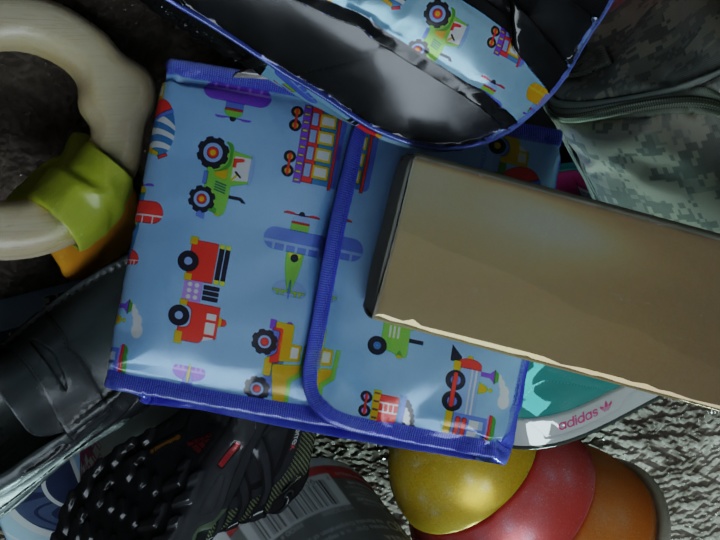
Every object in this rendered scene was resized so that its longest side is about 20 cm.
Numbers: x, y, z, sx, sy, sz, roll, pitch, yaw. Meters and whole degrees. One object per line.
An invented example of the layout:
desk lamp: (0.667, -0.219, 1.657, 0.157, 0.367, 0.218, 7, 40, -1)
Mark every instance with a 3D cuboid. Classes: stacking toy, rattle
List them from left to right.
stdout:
rattle: (-0.200, -0.075, 1.119, 0.198, 0.143, 0.131, 15, 94, -2)
stacking toy: (0.065, 0.108, 1.246, 0.145, 0.147, 0.200, -29, 123, 14)

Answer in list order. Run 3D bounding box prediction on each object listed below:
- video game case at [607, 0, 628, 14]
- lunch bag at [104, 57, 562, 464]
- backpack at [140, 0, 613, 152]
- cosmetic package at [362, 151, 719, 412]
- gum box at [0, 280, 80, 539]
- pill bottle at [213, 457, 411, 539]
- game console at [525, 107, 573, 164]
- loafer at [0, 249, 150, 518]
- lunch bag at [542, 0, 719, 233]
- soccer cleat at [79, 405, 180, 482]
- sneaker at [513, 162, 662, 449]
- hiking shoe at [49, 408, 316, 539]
video game case: (0.048, -0.155, 1.087, 0.198, 0.018, 0.144, -8, 130, 4)
lunch bag: (0.000, 0.000, 1.058, 0.198, 0.152, 0.094, 9, 174, 8)
backpack: (0.007, -0.151, 0.970, 0.199, 0.135, 0.183, 32, 88, -9)
cosmetic package: (0.104, 0.010, 0.975, 0.198, 0.105, 0.072, 15, 92, -1)
gum box: (-0.120, 0.090, 1.256, 0.168, 0.045, 0.201, -14, 130, 1)
pill bottle: (0.004, 0.202, 1.202, 0.113, 0.200, 0.115, -22, 139, -21)
game console: (0.157, -0.131, 1.143, 0.175, 0.031, 0.201, -8, 129, 4)
loafer: (-0.153, 0.059, 1.143, 0.200, 0.068, 0.070, -43, 164, 15)
lunch bag: (0.189, -0.048, 1.082, 0.167, 0.140, 0.201, -22, 120, 14)
soccer cleat: (-0.116, 0.148, 1.218, 0.069, 0.087, 0.201, 2, 128, -12)
sneaker: (0.132, -0.001, 1.190, 0.199, 0.083, 0.122, -26, 116, -36)
hiking shoe: (-0.071, 0.109, 1.152, 0.200, 0.076, 0.101, -50, 140, 6)
